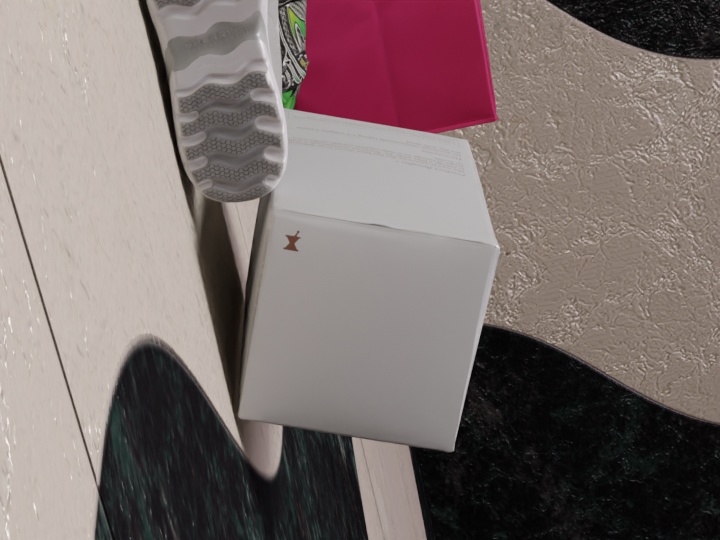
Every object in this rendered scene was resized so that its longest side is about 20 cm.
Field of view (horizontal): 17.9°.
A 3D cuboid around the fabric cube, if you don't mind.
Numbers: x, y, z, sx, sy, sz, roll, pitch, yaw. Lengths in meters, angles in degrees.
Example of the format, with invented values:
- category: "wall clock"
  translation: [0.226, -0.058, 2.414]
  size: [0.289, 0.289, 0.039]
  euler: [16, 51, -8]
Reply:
- category: "fabric cube"
  translation: [0.016, -0.253, 2.229]
  size: [0.196, 0.200, 0.200]
  euler: [-100, 177, -62]

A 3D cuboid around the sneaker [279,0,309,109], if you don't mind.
- category: "sneaker"
  translation: [-0.059, -0.142, 1.356]
  size: [0.200, 0.078, 0.085]
  euler: [71, 8, -76]

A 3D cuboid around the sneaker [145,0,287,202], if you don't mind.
- category: "sneaker"
  translation: [-0.077, -0.138, 1.145]
  size: [0.082, 0.075, 0.200]
  euler: [-116, -155, -75]

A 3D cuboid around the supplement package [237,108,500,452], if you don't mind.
- category: "supplement package"
  translation: [0.000, 0.000, 1.228]
  size: [0.200, 0.117, 0.117]
  euler: [-93, -166, -72]
